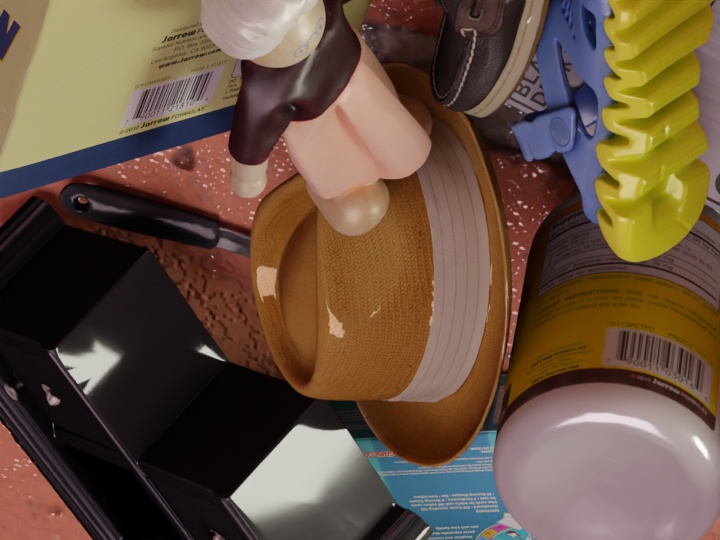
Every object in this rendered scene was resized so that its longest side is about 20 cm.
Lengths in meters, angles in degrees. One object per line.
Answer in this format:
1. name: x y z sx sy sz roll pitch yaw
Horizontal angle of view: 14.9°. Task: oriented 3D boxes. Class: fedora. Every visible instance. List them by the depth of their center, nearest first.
1. fedora: 0.000 0.000 1.314 0.081 0.201 0.201 -7 139 -26

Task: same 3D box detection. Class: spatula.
1. spatula: -0.061 -0.010 1.434 0.199 0.021 0.057 18 120 1

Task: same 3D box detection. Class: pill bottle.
1. pill bottle: 0.127 0.034 1.305 0.109 0.201 0.110 7 132 7

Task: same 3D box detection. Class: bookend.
1. bookend: -0.095 0.078 1.410 0.200 0.092 0.199 16 146 50

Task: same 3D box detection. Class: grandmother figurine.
1. grandmother figurine: -0.018 -0.086 1.167 0.060 0.122 0.200 18 169 20

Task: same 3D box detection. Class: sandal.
1. sandal: 0.107 -0.103 1.197 0.087 0.079 0.201 30 129 35

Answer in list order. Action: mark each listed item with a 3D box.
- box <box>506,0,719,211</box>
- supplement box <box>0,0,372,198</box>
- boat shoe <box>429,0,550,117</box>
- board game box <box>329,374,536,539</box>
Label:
1. box: 0.172 -0.093 1.277 0.199 0.060 0.117 27 131 -10
2. supplement box: -0.092 -0.165 1.163 0.134 0.199 0.200 49 137 25
3. boat shoe: 0.052 -0.146 1.183 0.064 0.073 0.201 2 138 -14
4. board game box: 0.064 0.147 1.525 0.150 0.047 0.201 -4 130 18
